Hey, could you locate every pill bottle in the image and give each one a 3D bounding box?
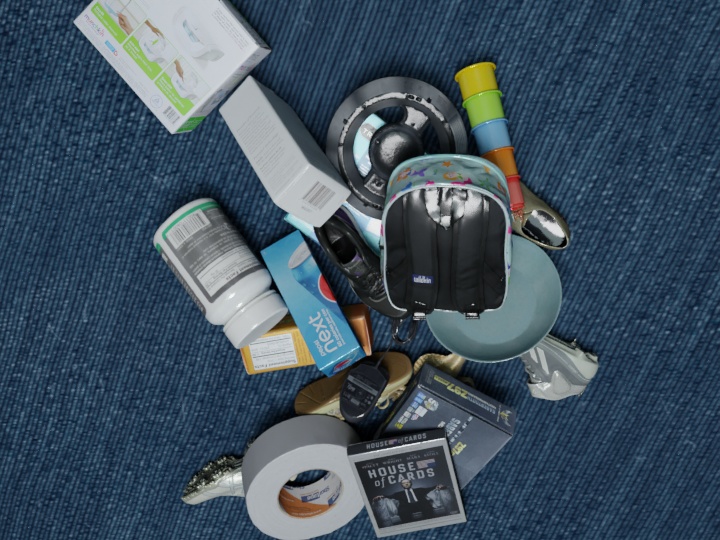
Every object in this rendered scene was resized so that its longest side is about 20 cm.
[{"bbox_3d":[-0.200,0.005,1.062,0.113,0.113,0.201,-39,82,12],"label":"pill bottle"}]

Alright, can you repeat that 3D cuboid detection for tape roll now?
[{"bbox_3d":[-0.083,0.322,1.134,0.197,0.066,0.203,-8,121,-12],"label":"tape roll"}]

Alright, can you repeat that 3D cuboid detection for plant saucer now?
[{"bbox_3d":[0.191,0.043,1.064,0.198,0.039,0.204,-8,62,15],"label":"plant saucer"}]

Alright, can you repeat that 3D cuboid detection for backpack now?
[{"bbox_3d":[0.112,-0.054,0.948,0.174,0.152,0.202,1,135,10],"label":"backpack"}]

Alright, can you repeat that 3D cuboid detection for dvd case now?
[{"bbox_3d":[0.074,0.325,1.111,0.148,0.025,0.202,-12,126,7],"label":"dvd case"}]

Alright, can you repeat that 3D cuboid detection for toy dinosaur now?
[{"bbox_3d":[0.132,0.163,1.126,0.199,0.058,0.101,-39,96,12],"label":"toy dinosaur"}]

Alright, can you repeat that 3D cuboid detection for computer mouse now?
[{"bbox_3d":[0.030,0.132,1.083,0.058,0.034,0.202,30,80,15],"label":"computer mouse"}]

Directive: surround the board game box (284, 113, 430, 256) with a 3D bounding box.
[{"bbox_3d":[0.006,-0.115,1.075,0.150,0.047,0.201,35,103,-5],"label":"board game box"}]

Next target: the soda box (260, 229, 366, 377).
[{"bbox_3d":[-0.068,0.047,1.061,0.067,0.064,0.202,-29,71,0],"label":"soda box"}]

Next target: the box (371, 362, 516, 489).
[{"bbox_3d":[0.119,0.246,1.108,0.156,0.051,0.201,28,132,-3],"label":"box"}]

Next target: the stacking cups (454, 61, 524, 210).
[{"bbox_3d":[0.178,-0.179,1.012,0.059,0.060,0.203,-12,85,7],"label":"stacking cups"}]

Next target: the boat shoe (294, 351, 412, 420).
[{"bbox_3d":[-0.005,0.187,1.142,0.197,0.074,0.063,-22,130,15],"label":"boat shoe"}]

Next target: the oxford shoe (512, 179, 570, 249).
[{"bbox_3d":[0.219,-0.096,1.049,0.198,0.075,0.071,29,104,-3],"label":"oxford shoe"}]

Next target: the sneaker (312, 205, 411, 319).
[{"bbox_3d":[0.000,0.000,1.033,0.076,0.088,0.200,-41,98,12],"label":"sneaker"}]

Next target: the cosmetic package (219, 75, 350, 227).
[{"bbox_3d":[-0.105,-0.162,0.994,0.074,0.101,0.201,-44,55,13],"label":"cosmetic package"}]

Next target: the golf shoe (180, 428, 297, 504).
[{"bbox_3d":[-0.193,0.344,1.186,0.198,0.078,0.098,-28,106,11],"label":"golf shoe"}]

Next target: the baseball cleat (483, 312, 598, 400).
[{"bbox_3d":[0.257,0.131,1.103,0.198,0.070,0.108,26,103,-1],"label":"baseball cleat"}]

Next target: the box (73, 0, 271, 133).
[{"bbox_3d":[-0.257,-0.326,1.021,0.176,0.097,0.200,-41,97,11],"label":"box"}]

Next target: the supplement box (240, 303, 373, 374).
[{"bbox_3d":[-0.082,0.104,1.124,0.196,0.067,0.070,-8,105,7],"label":"supplement box"}]

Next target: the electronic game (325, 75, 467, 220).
[{"bbox_3d":[0.050,-0.165,1.014,0.196,0.042,0.203,1,111,3],"label":"electronic game"}]
